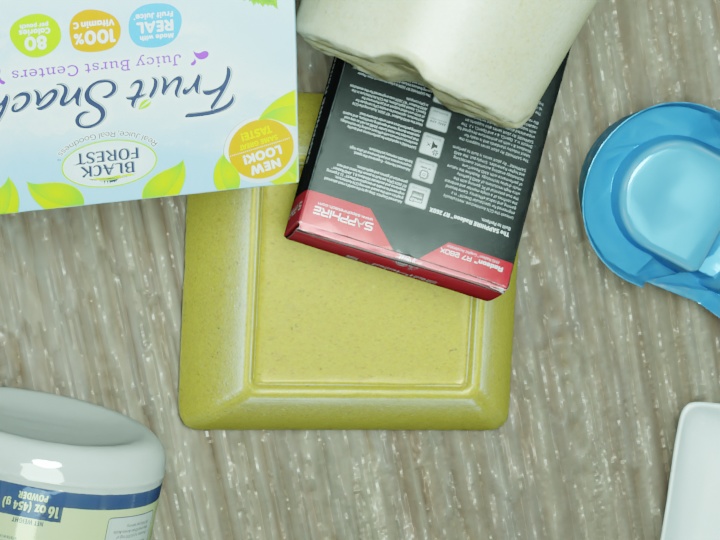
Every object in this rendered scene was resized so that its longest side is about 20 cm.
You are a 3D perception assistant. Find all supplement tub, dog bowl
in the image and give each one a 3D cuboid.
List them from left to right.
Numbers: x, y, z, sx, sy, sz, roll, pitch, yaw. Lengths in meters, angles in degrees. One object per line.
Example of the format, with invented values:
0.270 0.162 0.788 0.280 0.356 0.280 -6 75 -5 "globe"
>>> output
-0.194 0.176 1.485 0.145 0.145 0.200 10 99 -13 "supplement tub"
0.216 -0.027 1.579 0.200 0.050 0.112 26 95 -16 "dog bowl"

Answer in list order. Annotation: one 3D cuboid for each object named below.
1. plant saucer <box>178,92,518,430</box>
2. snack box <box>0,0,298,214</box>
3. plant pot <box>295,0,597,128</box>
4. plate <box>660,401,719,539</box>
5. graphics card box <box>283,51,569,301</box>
0.000 0.000 1.541 0.200 0.048 0.200 1 100 -12 "plant saucer"
-0.135 -0.121 1.384 0.200 0.068 0.169 -5 119 -9 "snack box"
0.060 -0.181 1.399 0.200 0.200 0.184 23 91 -15 "plant pot"
0.269 0.184 1.641 0.200 0.032 0.200 7 99 -13 "plate"
0.043 -0.095 1.493 0.125 0.051 0.200 16 78 -8 "graphics card box"
